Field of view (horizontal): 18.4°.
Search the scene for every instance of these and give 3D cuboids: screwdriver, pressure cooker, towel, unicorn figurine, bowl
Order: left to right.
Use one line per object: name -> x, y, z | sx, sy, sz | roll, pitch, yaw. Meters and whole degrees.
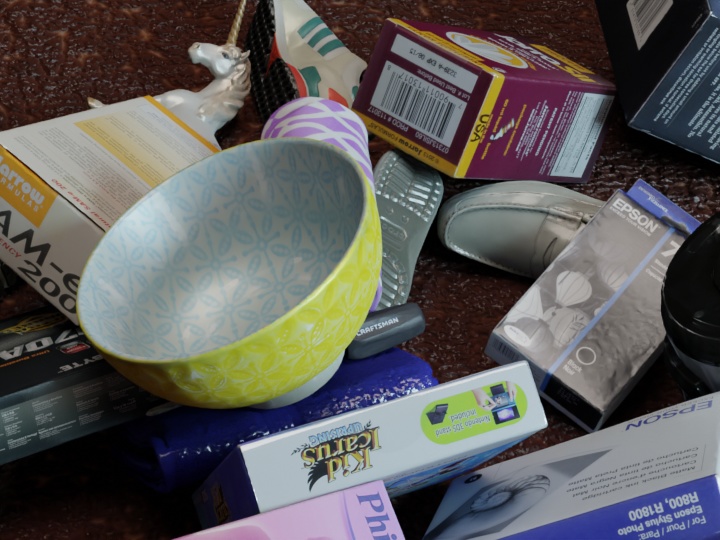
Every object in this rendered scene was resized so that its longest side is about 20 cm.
unicorn figurine -> -0.145, -0.115, 1.741 | 0.137, 0.074, 0.201 | -5, 56, -11
bowl -> -0.065, 0.021, 1.382 | 0.200, 0.108, 0.200 | -18, 37, 14
towel -> -0.059, 0.097, 1.458 | 0.199, 0.050, 0.148 | -15, 14, -18
screwdriver -> -0.049, 0.057, 1.445 | 0.199, 0.029, 0.028 | -14, 12, -21
pressure cooker -> 0.307, 0.063, 1.464 | 0.178, 0.200, 0.176 | 6, 47, 44

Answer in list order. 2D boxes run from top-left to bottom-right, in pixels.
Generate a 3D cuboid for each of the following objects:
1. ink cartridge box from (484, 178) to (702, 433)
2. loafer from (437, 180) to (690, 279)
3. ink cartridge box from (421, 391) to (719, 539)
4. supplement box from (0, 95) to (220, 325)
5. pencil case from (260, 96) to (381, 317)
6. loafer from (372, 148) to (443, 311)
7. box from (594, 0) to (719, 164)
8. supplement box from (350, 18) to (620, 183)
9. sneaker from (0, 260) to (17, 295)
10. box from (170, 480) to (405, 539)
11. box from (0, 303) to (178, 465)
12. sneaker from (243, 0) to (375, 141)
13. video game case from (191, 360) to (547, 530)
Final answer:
ink cartridge box -> 0.185, 0.014, 1.574 | 0.099, 0.039, 0.200 | 36, 60, 12
loafer -> 0.156, -0.021, 1.645 | 0.199, 0.070, 0.070 | 5, 30, -1
ink cartridge box -> 0.131, 0.149, 1.334 | 0.199, 0.041, 0.200 | -20, 12, 17
supplement box -> -0.171, -0.046, 1.547 | 0.126, 0.074, 0.200 | 39, 27, 16
pencil case -> -0.032, -0.038, 1.537 | 0.084, 0.086, 0.200 | 28, 31, -22
loafer -> 0.000, 0.000, 1.617 | 0.075, 0.070, 0.200 | 36, 53, -5
box -> 0.310, -0.177, 1.763 | 0.198, 0.123, 0.200 | 22, 34, -21
supplement box -> 0.099, -0.128, 1.697 | 0.110, 0.086, 0.200 | 31, 18, 30
sneaker -> -0.278, -0.037, 1.631 | 0.089, 0.079, 0.200 | 14, 36, 39
box -> -0.056, 0.235, 1.229 | 0.199, 0.097, 0.176 | -13, 69, -22
box -> -0.237, 0.078, 1.453 | 0.199, 0.046, 0.159 | -18, 19, -26
sneaker -> -0.037, -0.165, 1.821 | 0.093, 0.070, 0.200 | 11, 33, -21
video game case -> 0.000, 0.117, 1.355 | 0.181, 0.200, 0.046 | -15, 80, -15
